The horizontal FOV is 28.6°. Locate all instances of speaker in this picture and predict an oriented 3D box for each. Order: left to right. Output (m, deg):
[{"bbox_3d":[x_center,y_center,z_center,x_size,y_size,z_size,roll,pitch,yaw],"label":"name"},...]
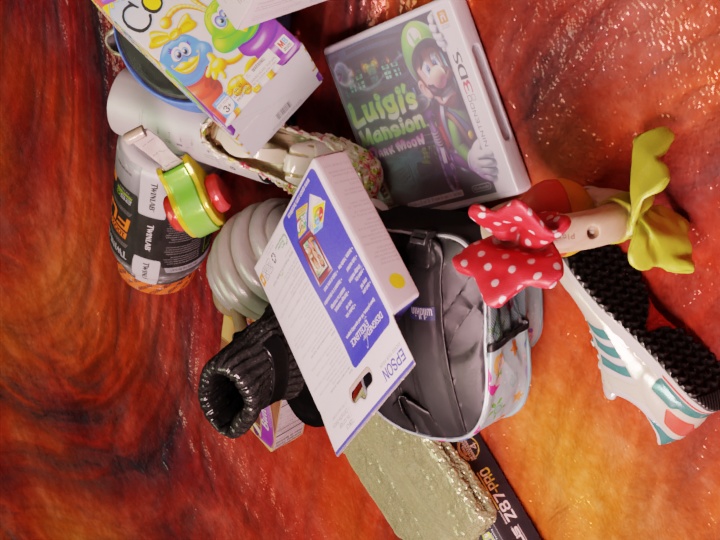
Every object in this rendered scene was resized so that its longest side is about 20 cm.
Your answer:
[{"bbox_3d":[-0.170,-0.156,1.495,0.198,0.081,0.082,19,127,25],"label":"speaker"}]

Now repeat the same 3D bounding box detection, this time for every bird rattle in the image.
[{"bbox_3d":[0.159,-0.030,1.111,0.163,0.198,0.114,-155,45,-73],"label":"bird rattle"}]

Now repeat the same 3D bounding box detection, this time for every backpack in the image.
[{"bbox_3d":[0.077,0.046,1.280,0.176,0.150,0.203,6,106,42],"label":"backpack"}]

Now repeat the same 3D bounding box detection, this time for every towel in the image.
[{"bbox_3d":[0.054,0.203,1.435,0.201,0.036,0.149,53,142,21],"label":"towel"}]

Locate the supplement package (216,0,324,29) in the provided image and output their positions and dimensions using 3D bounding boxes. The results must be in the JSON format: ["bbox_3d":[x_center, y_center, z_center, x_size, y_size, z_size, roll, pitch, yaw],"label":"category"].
[{"bbox_3d":[-0.056,-0.343,1.213,0.152,0.151,0.200,56,144,12],"label":"supplement package"}]

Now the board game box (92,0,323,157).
[{"bbox_3d":[-0.146,-0.220,1.322,0.200,0.105,0.103,43,178,15],"label":"board game box"}]

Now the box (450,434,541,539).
[{"bbox_3d":[0.093,0.238,1.475,0.202,0.049,0.161,60,147,9],"label":"box"}]

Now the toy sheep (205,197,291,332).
[{"bbox_3d":[-0.094,-0.008,1.499,0.199,0.137,0.139,-34,83,40],"label":"toy sheep"}]

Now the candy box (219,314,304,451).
[{"bbox_3d":[-0.109,0.099,1.646,0.117,0.056,0.202,42,138,29],"label":"candy box"}]

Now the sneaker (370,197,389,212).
[{"bbox_3d":[0.000,0.000,1.412,0.075,0.077,0.202,27,136,14],"label":"sneaker"}]

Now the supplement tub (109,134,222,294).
[{"bbox_3d":[-0.227,-0.075,1.632,0.122,0.122,0.202,43,140,27],"label":"supplement tub"}]

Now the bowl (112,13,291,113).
[{"bbox_3d":[-0.165,-0.261,1.420,0.198,0.039,0.204,2,95,24],"label":"bowl"}]

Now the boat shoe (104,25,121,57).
[{"bbox_3d":[-0.205,-0.245,1.543,0.199,0.068,0.076,13,121,48],"label":"boat shoe"}]

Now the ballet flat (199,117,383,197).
[{"bbox_3d":[-0.074,-0.108,1.372,0.198,0.064,0.077,18,101,24],"label":"ballet flat"}]

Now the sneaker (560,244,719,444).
[{"bbox_3d":[0.214,0.060,1.185,0.200,0.070,0.094,49,137,16],"label":"sneaker"}]

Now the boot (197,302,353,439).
[{"bbox_3d":[-0.084,0.118,1.398,0.079,0.158,0.213,15,138,27],"label":"boot"}]

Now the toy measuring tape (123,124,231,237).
[{"bbox_3d":[-0.185,-0.082,1.467,0.074,0.074,0.200,44,179,26],"label":"toy measuring tape"}]

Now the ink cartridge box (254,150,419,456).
[{"bbox_3d":[-0.015,0.032,1.241,0.202,0.047,0.198,62,148,18],"label":"ink cartridge box"}]

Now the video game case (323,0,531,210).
[{"bbox_3d":[0.057,-0.143,1.305,0.199,0.023,0.184,-10,102,55],"label":"video game case"}]
